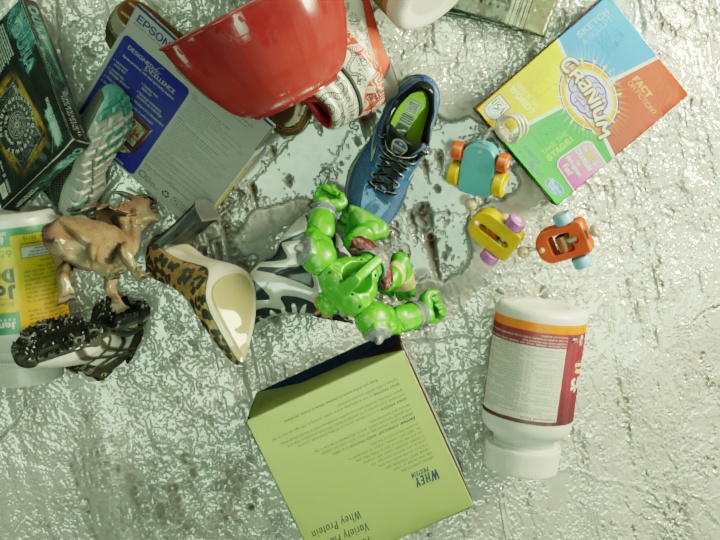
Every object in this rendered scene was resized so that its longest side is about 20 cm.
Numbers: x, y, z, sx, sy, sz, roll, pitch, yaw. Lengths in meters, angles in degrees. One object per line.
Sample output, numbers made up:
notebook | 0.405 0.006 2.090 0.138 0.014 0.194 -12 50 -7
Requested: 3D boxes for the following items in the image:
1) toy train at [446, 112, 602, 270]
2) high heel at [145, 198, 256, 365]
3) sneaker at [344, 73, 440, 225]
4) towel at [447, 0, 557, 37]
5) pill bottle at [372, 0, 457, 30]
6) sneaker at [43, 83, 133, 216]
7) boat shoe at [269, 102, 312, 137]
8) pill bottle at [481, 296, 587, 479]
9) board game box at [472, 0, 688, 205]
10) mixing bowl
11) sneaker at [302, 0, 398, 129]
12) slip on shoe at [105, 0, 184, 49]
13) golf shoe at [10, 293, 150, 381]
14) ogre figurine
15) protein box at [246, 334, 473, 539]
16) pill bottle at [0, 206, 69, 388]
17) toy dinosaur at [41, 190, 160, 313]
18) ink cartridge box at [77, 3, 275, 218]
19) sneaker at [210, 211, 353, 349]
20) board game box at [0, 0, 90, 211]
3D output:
toy train | 0.190 -0.085 1.231 0.150 0.056 0.200 -24 100 31
high heel | -0.189 0.035 1.216 0.143 0.071 0.200 -36 64 42
sneaker | 0.035 -0.136 1.223 0.078 0.089 0.200 20 97 -2
towel | 0.151 -0.388 1.222 0.192 0.035 0.200 16 96 -5
pill bottle | 0.024 -0.370 1.156 0.114 0.114 0.200 -40 74 5
sneaker | -0.327 -0.143 1.198 0.091 0.078 0.200 40 128 4
boat shoe | -0.079 -0.254 1.217 0.072 0.068 0.200 6 99 -2
pill bottle | 0.203 0.138 1.252 0.109 0.110 0.200 6 98 -1
board game box | 0.257 -0.199 1.239 0.200 0.040 0.153 -41 96 5
mixing bowl | -0.090 -0.221 1.058 0.200 0.200 0.108 -26 105 3
sneaker | -0.040 -0.255 1.153 0.108 0.067 0.202 -34 116 -21
slip on shoe | -0.212 -0.229 1.228 0.200 0.076 0.061 37 136 -13
golf shoe | -0.316 0.095 1.208 0.078 0.200 0.095 21 111 25
ogre figurine | 0.000 0.000 1.179 0.098 0.120 0.200 -16 106 39
protein box | -0.001 0.209 1.249 0.198 0.135 0.200 -25 97 3
pill bottle | -0.401 0.030 1.234 0.113 0.113 0.200 -4 99 0
toy dinosaur | -0.301 -0.033 1.166 0.086 0.200 0.136 -34 72 20
ink cartridge box | -0.210 -0.172 1.194 0.198 0.047 0.200 42 127 -4
sneaker | -0.076 0.043 1.252 0.130 0.079 0.199 41 86 3
board game box | -0.380 -0.186 1.178 0.135 0.028 0.200 -35 67 27
